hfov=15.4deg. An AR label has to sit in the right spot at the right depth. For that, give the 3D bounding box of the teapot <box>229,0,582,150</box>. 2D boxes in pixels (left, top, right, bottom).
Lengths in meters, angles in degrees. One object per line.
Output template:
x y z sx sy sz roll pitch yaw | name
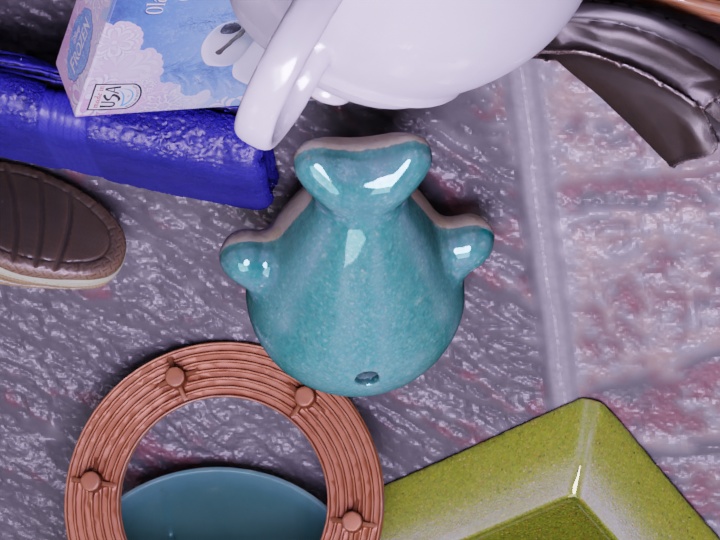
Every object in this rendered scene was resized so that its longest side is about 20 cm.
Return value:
0.008 -0.139 1.221 0.199 0.198 0.146 6 123 -35 | teapot

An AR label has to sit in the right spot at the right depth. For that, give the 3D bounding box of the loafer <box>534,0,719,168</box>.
0.175 -0.091 1.439 0.199 0.073 0.072 19 90 -6 | loafer

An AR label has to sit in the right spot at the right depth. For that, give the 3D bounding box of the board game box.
-0.039 -0.163 1.379 0.198 0.043 0.200 -5 145 -25 | board game box

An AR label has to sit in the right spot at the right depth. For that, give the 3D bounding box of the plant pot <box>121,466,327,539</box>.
-0.092 0.253 1.728 0.200 0.201 0.161 8 147 5 | plant pot

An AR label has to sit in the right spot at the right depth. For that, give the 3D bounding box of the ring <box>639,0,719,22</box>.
0.165 -0.155 1.350 0.200 0.200 0.019 16 87 -3 | ring

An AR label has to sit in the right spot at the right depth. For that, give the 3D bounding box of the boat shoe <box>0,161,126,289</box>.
-0.236 -0.025 1.607 0.199 0.072 0.076 18 146 6 | boat shoe

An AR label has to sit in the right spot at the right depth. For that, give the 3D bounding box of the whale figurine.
0.000 0.000 1.516 0.158 0.104 0.200 -3 150 -6 | whale figurine

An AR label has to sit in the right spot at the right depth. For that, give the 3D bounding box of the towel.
-0.144 -0.084 1.509 0.199 0.050 0.148 12 173 1 | towel

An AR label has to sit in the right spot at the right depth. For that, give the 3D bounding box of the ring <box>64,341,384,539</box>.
-0.085 0.142 1.645 0.200 0.201 0.019 7 173 5 | ring

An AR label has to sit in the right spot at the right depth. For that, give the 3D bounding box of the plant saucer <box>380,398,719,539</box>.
0.123 0.195 1.724 0.200 0.048 0.200 -26 120 29 | plant saucer
